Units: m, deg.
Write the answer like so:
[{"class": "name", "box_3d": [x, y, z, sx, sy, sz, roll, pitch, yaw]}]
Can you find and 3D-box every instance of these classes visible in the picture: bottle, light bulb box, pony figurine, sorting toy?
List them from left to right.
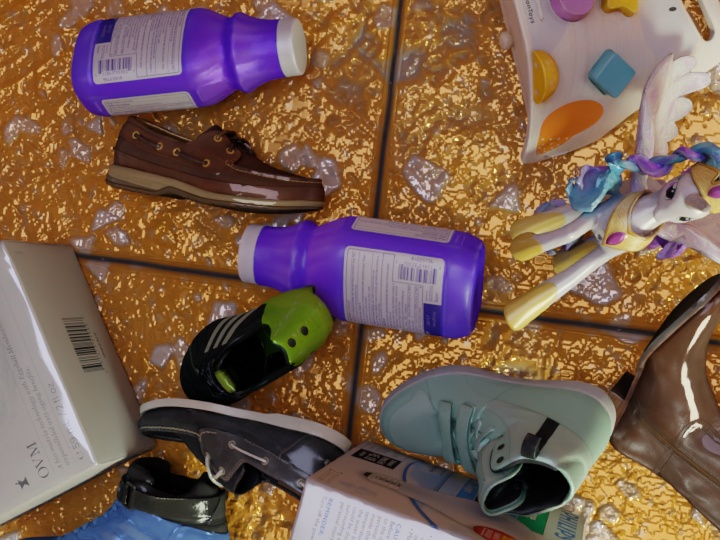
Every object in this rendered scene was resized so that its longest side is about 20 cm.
[{"class": "bottle", "box_3d": [-0.145, -0.181, 0.961, 0.196, 0.066, 0.085, -4, 61, 12]}, {"class": "bottle", "box_3d": [0.000, 0.000, 0.914, 0.196, 0.066, 0.085, 8, 121, 14]}, {"class": "light bulb box", "box_3d": [0.057, 0.229, 0.841, 0.197, 0.198, 0.127, 17, 94, 12]}, {"class": "sorting toy", "box_3d": [0.195, -0.209, 0.885, 0.177, 0.107, 0.204, -13, 86, -7]}, {"class": "pony figurine", "box_3d": [0.207, -0.046, 0.829, 0.199, 0.193, 0.168, -28, 95, 38]}]

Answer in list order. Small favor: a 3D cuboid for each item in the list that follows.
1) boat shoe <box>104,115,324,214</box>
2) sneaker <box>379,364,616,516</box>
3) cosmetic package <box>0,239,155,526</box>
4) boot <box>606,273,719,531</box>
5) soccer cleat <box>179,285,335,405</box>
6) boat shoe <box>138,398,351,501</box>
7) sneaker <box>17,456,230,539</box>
[{"class": "boat shoe", "box_3d": [-0.123, -0.089, 0.955, 0.196, 0.072, 0.069, 11, 93, 16]}, {"class": "sneaker", "box_3d": [0.084, 0.132, 0.859, 0.197, 0.118, 0.075, -5, 113, 30]}, {"class": "cosmetic package", "box_3d": [-0.319, 0.110, 0.972, 0.198, 0.123, 0.202, -28, 83, 12]}, {"class": "boot", "box_3d": [0.287, 0.121, 0.828, 0.199, 0.064, 0.188, 39, 138, 14]}, {"class": "soccer cleat", "box_3d": [-0.100, 0.072, 0.906, 0.068, 0.081, 0.199, 52, 135, -6]}, {"class": "boat shoe", "box_3d": [-0.106, 0.148, 0.930, 0.197, 0.072, 0.069, 9, 72, 25]}, {"class": "sneaker", "box_3d": [-0.207, 0.212, 0.964, 0.196, 0.077, 0.114, 2, 95, 9]}]
